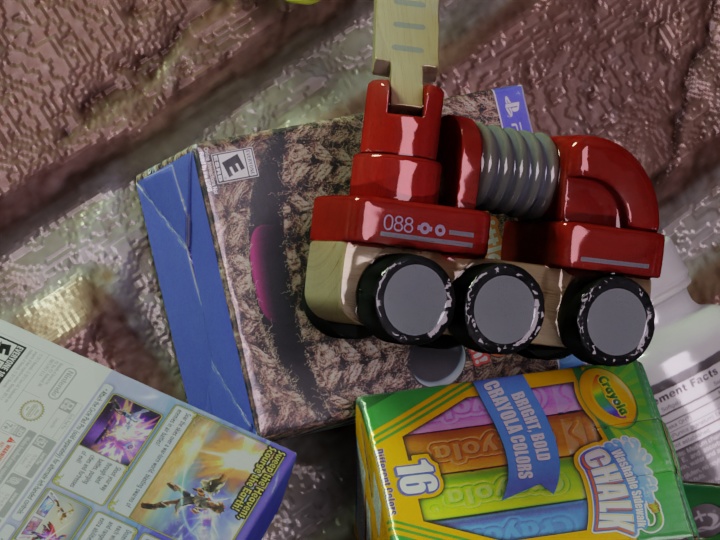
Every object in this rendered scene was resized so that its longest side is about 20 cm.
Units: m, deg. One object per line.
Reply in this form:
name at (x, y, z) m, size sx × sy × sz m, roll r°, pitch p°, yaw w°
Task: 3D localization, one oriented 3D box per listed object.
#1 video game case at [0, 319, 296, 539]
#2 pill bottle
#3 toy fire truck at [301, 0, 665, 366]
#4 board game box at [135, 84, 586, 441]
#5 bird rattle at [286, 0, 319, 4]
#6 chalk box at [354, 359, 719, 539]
video game case at (-0.152, 0.128, 1.422) m, size 0.181 × 0.046 × 0.200 m, roll 23°, pitch 41°, yaw 8°
pill bottle at (0.180, 0.087, 1.621) m, size 0.110 × 0.111 × 0.201 m, roll -26°, pitch 92°, yaw -25°
toy fire truck at (0.061, -0.058, 1.494) m, size 0.175 × 0.129 × 0.201 m, roll 6°, pitch 89°, yaw -23°
board game box at (0.000, 0.000, 1.564) m, size 0.199 × 0.097 × 0.160 m, roll -12°, pitch 86°, yaw -25°
bird rattle at (-0.005, -0.240, 1.605) m, size 0.200 × 0.113 × 0.163 m, roll -25°, pitch 75°, yaw -28°
chalk box at (0.104, 0.134, 1.502) m, size 0.199 × 0.125 × 0.124 m, roll -7°, pitch 49°, yaw -9°
